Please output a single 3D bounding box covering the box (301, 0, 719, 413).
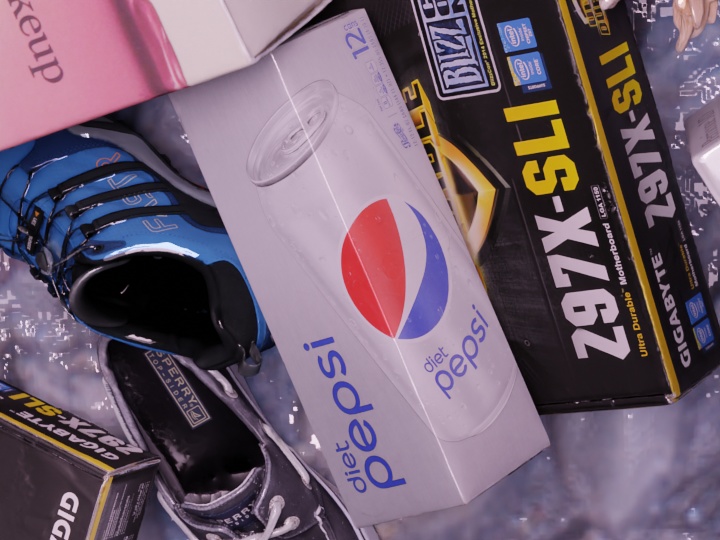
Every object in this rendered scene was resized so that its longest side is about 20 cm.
[{"bbox_3d":[0.052,-0.038,1.160,0.159,0.049,0.200,-7,105,39],"label":"box"}]

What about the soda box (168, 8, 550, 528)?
[{"bbox_3d":[0.000,0.000,1.133,0.068,0.063,0.200,-17,99,44],"label":"soda box"}]

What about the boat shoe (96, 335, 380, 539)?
[{"bbox_3d":[-0.053,0.099,1.238,0.072,0.068,0.200,-29,99,11],"label":"boat shoe"}]

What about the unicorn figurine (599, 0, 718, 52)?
[{"bbox_3d":[0.115,-0.195,1.065,0.074,0.137,0.200,18,142,22],"label":"unicorn figurine"}]

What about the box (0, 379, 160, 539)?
[{"bbox_3d":[-0.191,0.144,1.245,0.159,0.049,0.200,25,106,24],"label":"box"}]

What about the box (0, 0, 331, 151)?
[{"bbox_3d":[-0.130,-0.126,1.114,0.200,0.109,0.128,-17,106,26],"label":"box"}]

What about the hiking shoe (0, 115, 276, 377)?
[{"bbox_3d":[-0.113,-0.017,1.186,0.200,0.087,0.075,18,118,20],"label":"hiking shoe"}]

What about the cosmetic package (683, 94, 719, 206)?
[{"bbox_3d":[0.233,-0.085,1.153,0.200,0.102,0.074,-35,98,11],"label":"cosmetic package"}]
